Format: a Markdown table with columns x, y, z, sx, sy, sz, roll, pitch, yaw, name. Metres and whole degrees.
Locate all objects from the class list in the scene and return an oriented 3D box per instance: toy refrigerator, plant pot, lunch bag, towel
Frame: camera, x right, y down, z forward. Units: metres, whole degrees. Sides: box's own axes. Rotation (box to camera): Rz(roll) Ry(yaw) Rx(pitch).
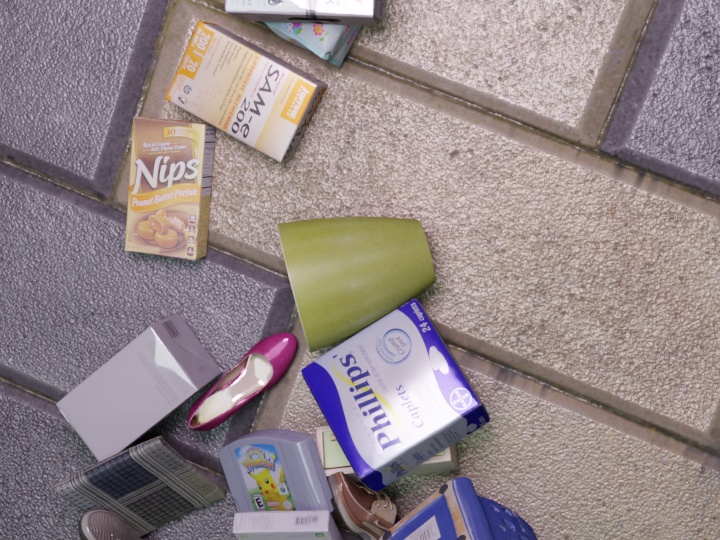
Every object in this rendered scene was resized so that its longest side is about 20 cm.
| x | y | z | sx | sy | sz | roll | pitch | yaw | name |
| --- | --- | --- | --- | --- | --- | --- | --- | --- | --- |
| 0.038 | 0.262 | 1.587 | 0.198 | 0.070 | 0.077 | -9 | 66 | 12 | toy refrigerator |
| 0.000 | 0.000 | 1.530 | 0.198 | 0.187 | 0.189 | -15 | 95 | -2 | plant pot |
| -0.081 | -0.409 | 1.502 | 0.199 | 0.122 | 0.171 | 33 | 100 | 8 | lunch bag |
| 0.140 | 0.425 | 1.505 | 0.200 | 0.200 | 0.180 | -40 | 114 | 11 | plant pot |
| -0.332 | 0.331 | 1.642 | 0.191 | 0.035 | 0.200 | -26 | 137 | 10 | towel |

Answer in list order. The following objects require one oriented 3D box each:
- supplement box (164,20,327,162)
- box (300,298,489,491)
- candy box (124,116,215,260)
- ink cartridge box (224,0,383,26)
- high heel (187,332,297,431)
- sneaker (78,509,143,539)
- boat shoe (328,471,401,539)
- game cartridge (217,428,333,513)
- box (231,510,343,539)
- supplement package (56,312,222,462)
| x | y | z | sx | sy | sz | roll | pitch | yaw | name |
| --- | --- | --- | --- | --- | --- | --- | --- | --- | --- |
| -0.166 | -0.259 | 1.562 | 0.199 | 0.074 | 0.127 | 28 | 103 | 5 | supplement box |
| 0.049 | 0.177 | 1.521 | 0.199 | 0.105 | 0.185 | -32 | 67 | 2 | box |
| -0.285 | -0.124 | 1.613 | 0.114 | 0.055 | 0.202 | 7 | 99 | 9 | candy box |
| -0.069 | -0.399 | 1.399 | 0.198 | 0.084 | 0.146 | 3 | 96 | 6 | ink cartridge box |
| -0.178 | 0.167 | 1.613 | 0.199 | 0.096 | 0.068 | -36 | 90 | 13 | high heel |
| -0.397 | 0.441 | 1.660 | 0.105 | 0.075 | 0.200 | -19 | 136 | 15 | sneaker |
| 0.017 | 0.352 | 1.588 | 0.071 | 0.076 | 0.201 | -31 | 131 | 4 | boat shoe |
| -0.132 | 0.305 | 1.609 | 0.199 | 0.040 | 0.135 | -15 | 92 | 43 | game cartridge |
| -0.095 | 0.414 | 1.600 | 0.143 | 0.037 | 0.201 | -3 | 141 | 11 | box |
| -0.333 | 0.178 | 1.631 | 0.199 | 0.121 | 0.120 | -38 | 90 | 12 | supplement package |
